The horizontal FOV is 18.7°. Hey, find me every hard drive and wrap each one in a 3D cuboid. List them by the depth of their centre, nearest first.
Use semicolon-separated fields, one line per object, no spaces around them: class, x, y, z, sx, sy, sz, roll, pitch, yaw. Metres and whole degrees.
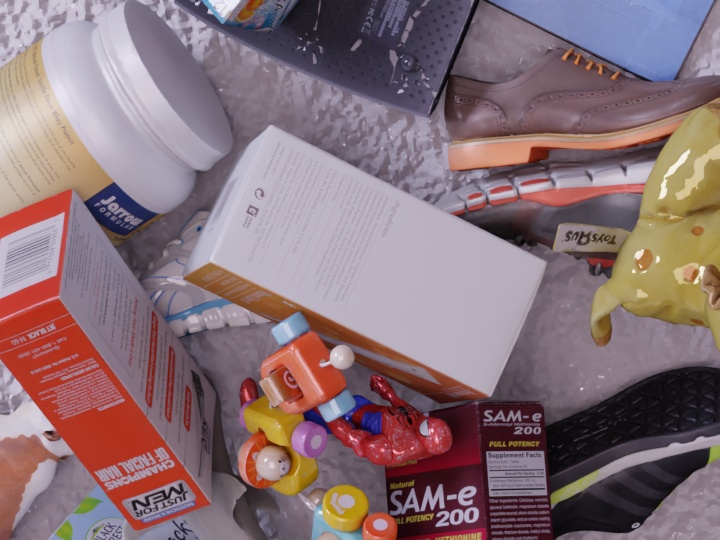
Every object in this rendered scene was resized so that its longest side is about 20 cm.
hard drive;-0.014;-0.196;1.455;0.200;0.042;0.135;25;102;17

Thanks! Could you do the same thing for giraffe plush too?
giraffe plush;0.244;0.004;1.347;0.199;0.162;0.173;-16;125;-28

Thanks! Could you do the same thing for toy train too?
toy train;-0.026;0.131;1.383;0.056;0.150;0.200;-32;95;-30

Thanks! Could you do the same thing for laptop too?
laptop;0.157;-0.243;1.394;0.187;0.200;0.116;27;69;6

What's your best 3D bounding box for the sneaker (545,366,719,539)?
sneaker;0.185;0.131;1.479;0.199;0.072;0.083;-19;124;12

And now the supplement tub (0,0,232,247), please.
supplement tub;-0.200;-0.077;1.469;0.200;0.144;0.145;-32;91;14

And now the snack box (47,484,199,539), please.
snack box;-0.120;0.232;1.499;0.200;0.142;0.053;27;115;6

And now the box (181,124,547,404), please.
box;0.000;0.000;1.417;0.200;0.124;0.098;26;80;-9

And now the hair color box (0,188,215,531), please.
hair color box;-0.166;0.060;1.415;0.064;0.111;0.200;-22;127;15

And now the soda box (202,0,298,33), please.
soda box;-0.112;-0.246;1.434;0.068;0.064;0.200;-49;67;21

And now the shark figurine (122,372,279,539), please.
shark figurine;-0.070;0.170;1.484;0.214;0.128;0.090;43;147;7

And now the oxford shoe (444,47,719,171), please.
oxford shoe;0.150;-0.113;1.436;0.199;0.071;0.073;-8;92;12

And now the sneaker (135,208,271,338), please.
sneaker;-0.120;0.004;1.511;0.199;0.075;0.087;-12;90;4

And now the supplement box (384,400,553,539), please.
supplement box;0.073;0.190;1.432;0.109;0.061;0.201;-17;73;53

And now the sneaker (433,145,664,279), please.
sneaker;0.143;-0.028;1.449;0.199;0.077;0.082;-8;103;13

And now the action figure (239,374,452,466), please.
action figure;-0.005;0.095;1.440;0.200;0.065;0.052;14;106;53

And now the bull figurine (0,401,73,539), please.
bull figurine;-0.283;0.158;1.563;0.121;0.065;0.200;29;100;10
